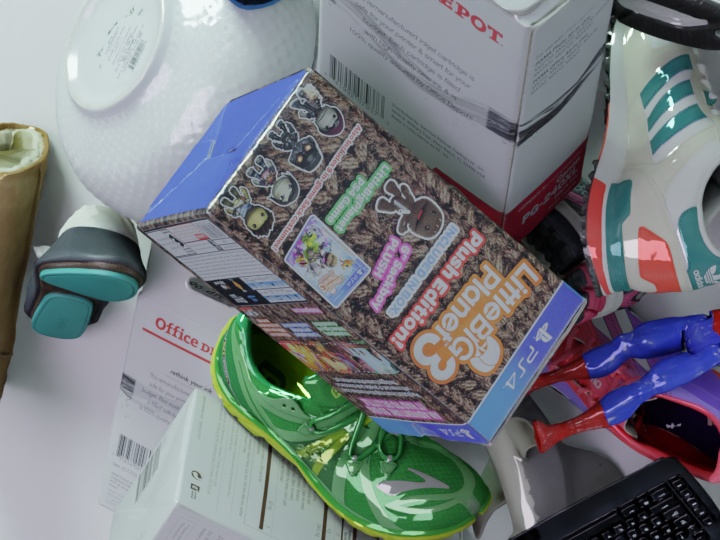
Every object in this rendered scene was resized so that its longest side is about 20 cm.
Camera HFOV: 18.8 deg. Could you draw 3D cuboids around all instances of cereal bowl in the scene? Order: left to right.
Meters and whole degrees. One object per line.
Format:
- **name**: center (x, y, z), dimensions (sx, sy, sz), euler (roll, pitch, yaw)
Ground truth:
- **cereal bowl**: center (-0.125, -0.133, 1.370), dimensions (0.199, 0.083, 0.202), euler (-20, 60, 38)

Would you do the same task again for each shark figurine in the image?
- **shark figurine**: center (0.121, 0.155, 1.328), dimensions (0.128, 0.089, 0.216), euler (165, 97, -68)

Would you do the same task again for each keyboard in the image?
- **keyboard**: center (0.125, 0.190, 1.265), dimensions (0.199, 0.040, 0.104), euler (-32, 123, 21)

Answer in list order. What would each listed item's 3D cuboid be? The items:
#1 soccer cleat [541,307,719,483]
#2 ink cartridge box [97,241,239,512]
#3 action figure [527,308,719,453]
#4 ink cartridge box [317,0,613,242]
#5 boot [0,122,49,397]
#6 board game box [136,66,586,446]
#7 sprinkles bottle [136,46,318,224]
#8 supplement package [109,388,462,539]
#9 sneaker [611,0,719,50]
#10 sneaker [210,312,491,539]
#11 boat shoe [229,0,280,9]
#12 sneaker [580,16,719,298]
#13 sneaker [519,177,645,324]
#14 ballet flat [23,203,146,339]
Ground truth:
- **soccer cleat**: center (0.151, 0.064, 1.286), dimensions (0.199, 0.073, 0.069), euler (30, 115, 24)
- **ink cartridge box**: center (-0.097, 0.082, 1.455), dimensions (0.115, 0.068, 0.201), euler (24, 113, 26)
- **action figure**: center (0.183, 0.032, 1.208), dimensions (0.199, 0.099, 0.066), euler (-19, 61, -1)
- **ink cartridge box**: center (0.054, -0.125, 1.174), dimensions (0.145, 0.083, 0.201), euler (39, 151, 22)
- **boot**: center (-0.264, 0.018, 1.501), dimensions (0.066, 0.175, 0.201), euler (11, 113, -10)
- **board game box**: center (-0.003, -0.004, 1.202), dimensions (0.200, 0.097, 0.159), euler (40, 167, -14)
- **sprinkles bottle**: center (-0.064, -0.082, 1.398), dimensions (0.199, 0.068, 0.069), euler (-27, 85, 34)
- **supplement package**: center (-0.049, 0.189, 1.364), dimensions (0.199, 0.120, 0.122), euler (27, 119, -14)
- **sneaker**: center (0.235, -0.165, 1.180), dimensions (0.199, 0.076, 0.116), euler (22, 71, -2)
- **sneaker**: center (-0.010, 0.092, 1.318), dimensions (0.199, 0.074, 0.084), euler (34, 146, 14)
- **boat shoe**: center (-0.008, -0.234, 1.281), dimensions (0.084, 0.069, 0.200), euler (37, 86, 16)
- **sneaker**: center (0.181, -0.074, 1.206), dimensions (0.093, 0.070, 0.201), euler (3, 62, 19)
- **sneaker**: center (0.096, -0.042, 1.302), dimensions (0.200, 0.074, 0.081), euler (52, 139, 31)
- **ballet flat**: center (-0.186, -0.007, 1.460), dimensions (0.073, 0.073, 0.200), euler (65, 157, 4)
